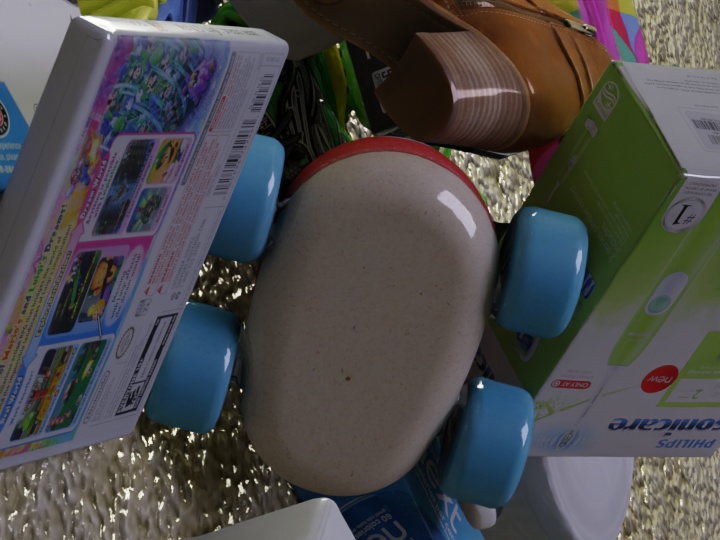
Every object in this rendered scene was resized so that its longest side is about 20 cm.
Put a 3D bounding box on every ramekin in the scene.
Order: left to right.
[{"bbox_3d":[0.097,0.076,1.545,0.202,0.094,0.204,-5,90,-68],"label":"ramekin"}]

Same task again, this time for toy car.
[{"bbox_3d":[0.000,0.000,1.279,0.200,0.183,0.178,-94,-161,-70],"label":"toy car"}]

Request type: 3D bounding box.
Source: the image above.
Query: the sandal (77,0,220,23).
[{"bbox_3d":[-0.111,-0.125,1.272,0.200,0.079,0.087,-76,145,-51],"label":"sandal"}]

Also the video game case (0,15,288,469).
[{"bbox_3d":[-0.109,-0.011,1.080,0.201,0.024,0.182,-67,162,12],"label":"video game case"}]

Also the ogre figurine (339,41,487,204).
[{"bbox_3d":[0.020,-0.113,1.554,0.120,0.097,0.201,40,48,-72],"label":"ogre figurine"}]

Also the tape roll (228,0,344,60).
[{"bbox_3d":[-0.056,-0.210,1.363,0.203,0.037,0.203,57,19,-32],"label":"tape roll"}]

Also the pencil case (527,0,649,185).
[{"bbox_3d":[0.124,-0.093,1.391,0.088,0.088,0.201,27,47,-61],"label":"pencil case"}]

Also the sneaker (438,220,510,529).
[{"bbox_3d":[0.086,0.047,1.388,0.071,0.099,0.201,88,-4,-53],"label":"sneaker"}]

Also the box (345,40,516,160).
[{"bbox_3d":[0.043,-0.149,1.423,0.200,0.050,0.159,6,67,-67],"label":"box"}]

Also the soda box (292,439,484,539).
[{"bbox_3d":[0.036,0.174,1.401,0.201,0.064,0.068,64,22,-17],"label":"soda box"}]

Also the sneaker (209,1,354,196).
[{"bbox_3d":[-0.038,-0.060,1.414,0.085,0.078,0.201,-2,65,-61],"label":"sneaker"}]

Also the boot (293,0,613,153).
[{"bbox_3d":[0.045,-0.142,1.295,0.154,0.074,0.201,-5,63,-48],"label":"boot"}]

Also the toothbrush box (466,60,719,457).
[{"bbox_3d":[0.154,-0.001,1.285,0.145,0.200,0.086,3,45,-33],"label":"toothbrush box"}]

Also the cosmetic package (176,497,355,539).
[{"bbox_3d":[-0.064,0.226,0.973,0.167,0.167,0.200,61,24,-23],"label":"cosmetic package"}]

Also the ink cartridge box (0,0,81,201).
[{"bbox_3d":[-0.187,-0.118,1.063,0.146,0.084,0.201,-9,82,-69],"label":"ink cartridge box"}]
